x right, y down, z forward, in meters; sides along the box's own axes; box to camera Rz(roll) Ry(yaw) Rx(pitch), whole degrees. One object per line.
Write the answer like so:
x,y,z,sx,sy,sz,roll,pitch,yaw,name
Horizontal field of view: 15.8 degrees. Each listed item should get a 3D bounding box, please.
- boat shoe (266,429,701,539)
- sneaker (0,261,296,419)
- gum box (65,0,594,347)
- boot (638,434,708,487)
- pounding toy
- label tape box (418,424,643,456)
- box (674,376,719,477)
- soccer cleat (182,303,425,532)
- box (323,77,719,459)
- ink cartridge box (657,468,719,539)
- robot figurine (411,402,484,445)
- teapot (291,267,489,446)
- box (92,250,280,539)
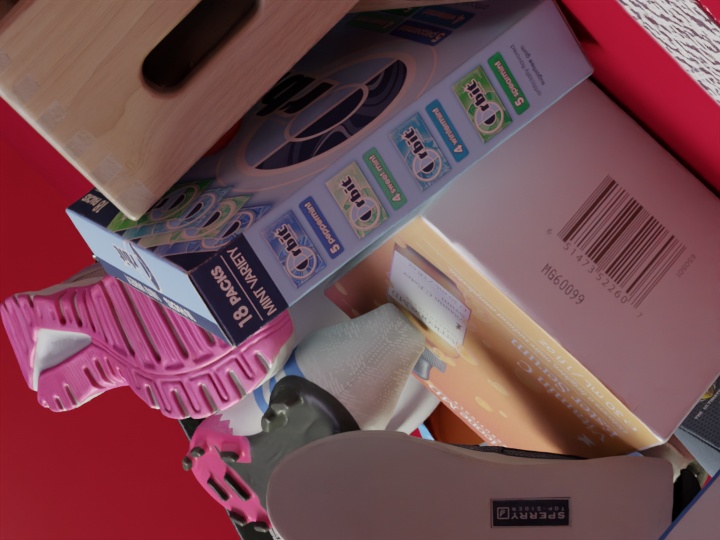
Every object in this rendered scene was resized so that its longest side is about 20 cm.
0.060,0.121,1.205,0.199,0.075,0.093,5,164,9,boat shoe
-0.093,0.019,1.282,0.200,0.088,0.082,0,114,50,sneaker
-0.019,-0.057,1.156,0.045,0.200,0.170,57,167,-23,gum box
0.140,0.092,1.708,0.200,0.073,0.182,33,172,14,boot
-0.056,-0.126,1.146,0.142,0.200,0.184,45,-174,-19,pounding toy
0.129,0.162,1.672,0.143,0.066,0.200,29,158,35,label tape box
0.265,0.141,1.393,0.200,0.051,0.158,48,171,-37,box
-0.023,0.073,1.295,0.070,0.086,0.200,46,153,-4,soccer cleat
0.089,0.006,1.236,0.152,0.106,0.200,42,163,-3,box
0.249,0.141,1.141,0.200,0.145,0.084,46,172,-26,ink cartridge box
0.087,0.061,1.516,0.144,0.117,0.200,27,-166,-27,robot figurine
0.000,0.000,1.406,0.200,0.146,0.198,53,-169,-17,teapot
-0.091,0.052,1.497,0.201,0.047,0.193,63,178,-12,box
